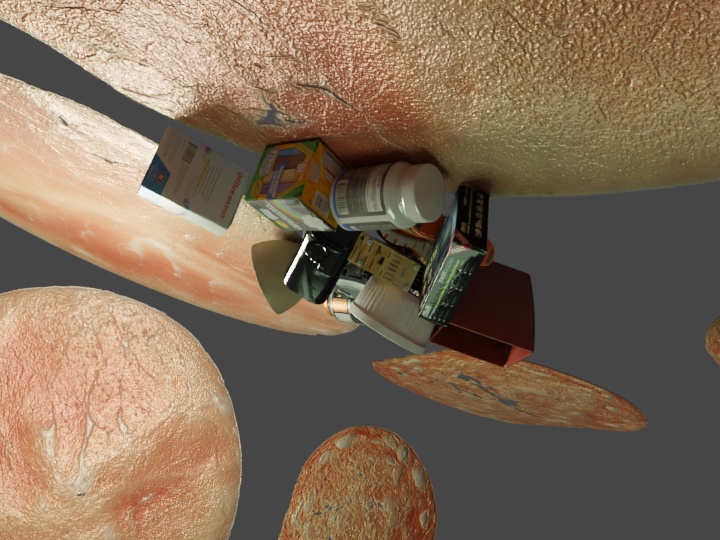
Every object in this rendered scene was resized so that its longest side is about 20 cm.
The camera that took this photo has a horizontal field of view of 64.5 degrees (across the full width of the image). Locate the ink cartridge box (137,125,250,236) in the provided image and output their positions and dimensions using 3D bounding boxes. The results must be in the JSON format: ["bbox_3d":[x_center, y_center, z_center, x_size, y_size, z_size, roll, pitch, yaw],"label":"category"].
[{"bbox_3d":[-0.353,-0.187,1.220,0.196,0.148,0.084,27,160,-22],"label":"ink cartridge box"}]

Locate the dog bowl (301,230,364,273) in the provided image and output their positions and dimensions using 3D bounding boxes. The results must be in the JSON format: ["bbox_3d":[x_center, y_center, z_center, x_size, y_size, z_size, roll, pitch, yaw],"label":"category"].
[{"bbox_3d":[-0.060,-0.055,1.427,0.194,0.060,0.201,18,161,6],"label":"dog bowl"}]

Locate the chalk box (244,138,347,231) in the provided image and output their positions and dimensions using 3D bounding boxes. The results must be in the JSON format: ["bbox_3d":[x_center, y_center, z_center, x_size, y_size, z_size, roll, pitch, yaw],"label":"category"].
[{"bbox_3d":[-0.133,-0.160,1.111,0.196,0.127,0.124,5,158,39],"label":"chalk box"}]

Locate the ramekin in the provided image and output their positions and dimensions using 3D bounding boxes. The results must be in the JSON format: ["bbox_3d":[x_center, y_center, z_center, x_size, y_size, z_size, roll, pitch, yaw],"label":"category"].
[{"bbox_3d":[0.080,0.092,1.289,0.197,0.107,0.200,30,-177,-2],"label":"ramekin"}]

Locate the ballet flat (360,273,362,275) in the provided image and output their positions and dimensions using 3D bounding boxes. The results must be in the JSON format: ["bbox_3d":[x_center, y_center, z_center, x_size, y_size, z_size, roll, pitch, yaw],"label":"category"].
[{"bbox_3d":[-0.073,0.000,1.581,0.198,0.069,0.068,31,-173,-35],"label":"ballet flat"}]

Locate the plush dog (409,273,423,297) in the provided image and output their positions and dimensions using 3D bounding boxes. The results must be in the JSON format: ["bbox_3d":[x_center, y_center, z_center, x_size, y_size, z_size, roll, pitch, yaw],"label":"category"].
[{"bbox_3d":[0.151,0.082,1.425,0.197,0.164,0.171,29,136,-25],"label":"plush dog"}]

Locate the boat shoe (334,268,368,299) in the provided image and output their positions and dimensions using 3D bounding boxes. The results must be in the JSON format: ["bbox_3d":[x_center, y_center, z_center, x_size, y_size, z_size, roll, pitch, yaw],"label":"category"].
[{"bbox_3d":[-0.036,0.038,1.425,0.194,0.072,0.070,15,118,5],"label":"boat shoe"}]

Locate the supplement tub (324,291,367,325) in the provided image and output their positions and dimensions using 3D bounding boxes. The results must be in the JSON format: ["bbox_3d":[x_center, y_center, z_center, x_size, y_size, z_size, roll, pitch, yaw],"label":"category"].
[{"bbox_3d":[-0.008,0.096,1.691,0.196,0.126,0.122,3,156,41],"label":"supplement tub"}]

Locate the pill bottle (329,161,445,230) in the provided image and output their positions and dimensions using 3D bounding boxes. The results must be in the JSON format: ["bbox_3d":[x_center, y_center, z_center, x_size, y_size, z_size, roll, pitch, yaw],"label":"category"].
[{"bbox_3d":[0.047,-0.132,1.018,0.196,0.117,0.113,2,155,43],"label":"pill bottle"}]

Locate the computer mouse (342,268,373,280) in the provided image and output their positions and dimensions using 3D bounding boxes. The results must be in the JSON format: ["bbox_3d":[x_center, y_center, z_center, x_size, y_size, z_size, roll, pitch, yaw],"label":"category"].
[{"bbox_3d":[0.000,0.000,1.383,0.193,0.035,0.059,8,-170,-2],"label":"computer mouse"}]

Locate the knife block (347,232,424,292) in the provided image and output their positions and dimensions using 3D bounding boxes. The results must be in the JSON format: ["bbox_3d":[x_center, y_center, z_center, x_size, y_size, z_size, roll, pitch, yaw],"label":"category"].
[{"bbox_3d":[0.057,-0.022,1.246,0.196,0.065,0.176,27,-174,-16],"label":"knife block"}]

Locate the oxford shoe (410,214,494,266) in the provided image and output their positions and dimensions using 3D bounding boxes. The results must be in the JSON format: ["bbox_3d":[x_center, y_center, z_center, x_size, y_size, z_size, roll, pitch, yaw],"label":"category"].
[{"bbox_3d":[0.182,-0.072,1.149,0.196,0.073,0.073,29,180,-12],"label":"oxford shoe"}]

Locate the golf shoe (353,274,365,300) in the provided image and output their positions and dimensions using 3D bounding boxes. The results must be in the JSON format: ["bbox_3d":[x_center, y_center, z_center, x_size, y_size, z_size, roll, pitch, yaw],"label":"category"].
[{"bbox_3d":[-0.021,0.047,1.534,0.194,0.079,0.096,9,134,-14],"label":"golf shoe"}]

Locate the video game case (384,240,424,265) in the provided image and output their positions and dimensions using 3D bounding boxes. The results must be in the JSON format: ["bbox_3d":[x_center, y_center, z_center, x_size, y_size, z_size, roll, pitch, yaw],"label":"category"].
[{"bbox_3d":[0.143,-0.016,1.389,0.195,0.023,0.183,21,161,1],"label":"video game case"}]

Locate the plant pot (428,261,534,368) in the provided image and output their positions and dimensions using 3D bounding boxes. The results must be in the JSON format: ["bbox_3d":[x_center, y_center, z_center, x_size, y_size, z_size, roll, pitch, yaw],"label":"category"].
[{"bbox_3d":[0.284,0.088,1.286,0.194,0.181,0.201,18,161,2],"label":"plant pot"}]

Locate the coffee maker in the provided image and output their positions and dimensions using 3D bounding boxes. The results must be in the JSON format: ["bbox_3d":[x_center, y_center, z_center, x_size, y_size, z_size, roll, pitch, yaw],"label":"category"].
[{"bbox_3d":[-0.093,-0.029,1.237,0.135,0.190,0.202,45,136,14],"label":"coffee maker"}]

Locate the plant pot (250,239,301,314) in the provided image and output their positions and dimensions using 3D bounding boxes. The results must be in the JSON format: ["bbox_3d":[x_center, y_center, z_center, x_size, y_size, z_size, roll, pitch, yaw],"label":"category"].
[{"bbox_3d":[-0.198,0.000,1.563,0.131,0.205,0.201,-20,153,5],"label":"plant pot"}]

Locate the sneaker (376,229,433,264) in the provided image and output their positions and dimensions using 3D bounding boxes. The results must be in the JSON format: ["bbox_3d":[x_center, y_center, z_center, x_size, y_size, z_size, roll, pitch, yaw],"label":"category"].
[{"bbox_3d":[0.117,-0.064,1.218,0.197,0.080,0.077,30,173,-19],"label":"sneaker"}]

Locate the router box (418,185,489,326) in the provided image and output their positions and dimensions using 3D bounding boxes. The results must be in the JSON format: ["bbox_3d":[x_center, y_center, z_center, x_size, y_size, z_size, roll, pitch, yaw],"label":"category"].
[{"bbox_3d":[0.166,-0.024,1.022,0.060,0.152,0.203,17,135,-2],"label":"router box"}]
